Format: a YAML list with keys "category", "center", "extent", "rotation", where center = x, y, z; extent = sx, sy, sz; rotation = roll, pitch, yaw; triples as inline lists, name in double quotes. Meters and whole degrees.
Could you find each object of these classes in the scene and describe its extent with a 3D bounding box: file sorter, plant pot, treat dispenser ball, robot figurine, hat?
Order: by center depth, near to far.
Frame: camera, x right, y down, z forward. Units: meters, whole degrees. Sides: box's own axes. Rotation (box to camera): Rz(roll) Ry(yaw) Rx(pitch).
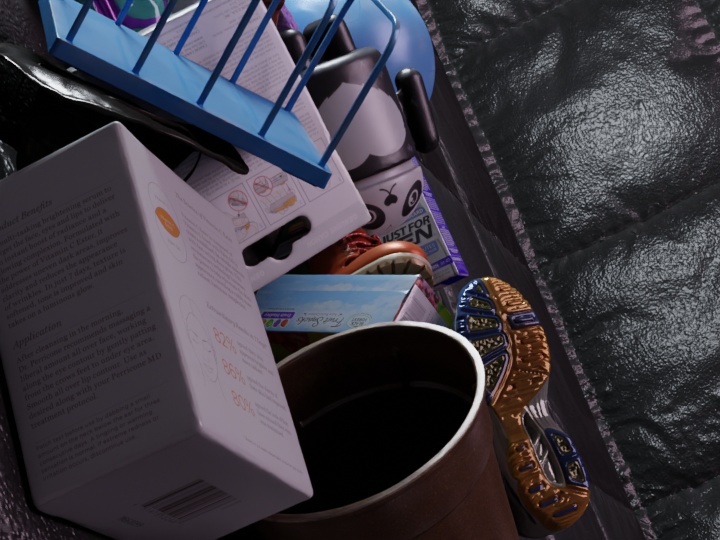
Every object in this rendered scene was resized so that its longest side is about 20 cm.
- category: "hat"
  center: [-0.165, -0.074, 1.072]
  extent: [0.200, 0.081, 0.201]
  rotation: [23, 5, -2]
- category: "file sorter"
  center: [-0.094, -0.168, 1.112]
  extent: [0.200, 0.123, 0.139]
  rotation: [25, 14, -22]
- category: "plant pot"
  center: [0.024, 0.173, 1.187]
  extent: [0.200, 0.200, 0.198]
  rotation: [-97, 165, -58]
- category: "robot figurine"
  center: [-0.019, -0.123, 1.498]
  extent: [0.200, 0.150, 0.125]
  rotation: [70, 20, -7]
- category: "treat dispenser ball"
  center: [-0.025, -0.203, 1.695]
  extent: [0.201, 0.201, 0.201]
  rotation: [59, 13, -22]

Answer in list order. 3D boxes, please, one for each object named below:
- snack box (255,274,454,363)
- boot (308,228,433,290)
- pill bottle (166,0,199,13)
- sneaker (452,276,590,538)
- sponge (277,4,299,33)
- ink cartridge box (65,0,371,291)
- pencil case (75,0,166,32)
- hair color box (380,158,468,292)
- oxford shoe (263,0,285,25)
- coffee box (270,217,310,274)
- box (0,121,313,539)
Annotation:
- category: "snack box"
  center: [0.022, 0.090, 1.345]
  extent: [0.200, 0.168, 0.068]
  rotation: [50, 56, -34]
- category: "boot"
  center: [0.000, 0.000, 1.413]
  extent: [0.075, 0.200, 0.107]
  rotation: [17, 63, -22]
- category: "pill bottle"
  center: [-0.171, -0.278, 1.433]
  extent: [0.114, 0.114, 0.200]
  rotation: [60, 12, -18]
- category: "sneaker"
  center: [0.105, 0.107, 1.267]
  extent: [0.088, 0.075, 0.200]
  rotation: [128, -48, -62]
- category: "sponge"
  center: [-0.085, -0.166, 1.577]
  extent: [0.200, 0.111, 0.030]
  rotation: [57, 15, -30]
- category: "ink cartridge box"
  center: [-0.106, -0.088, 1.223]
  extent: [0.057, 0.162, 0.200]
  rotation: [-2, -63, 62]
- category: "pencil case"
  center: [-0.172, -0.166, 1.269]
  extent: [0.200, 0.085, 0.092]
  rotation: [63, 8, -8]
- category: "hair color box"
  center: [0.027, -0.062, 1.849]
  extent: [0.200, 0.109, 0.065]
  rotation: [66, 13, 9]
- category: "oxford shoe"
  center: [-0.109, -0.195, 1.461]
  extent: [0.071, 0.200, 0.074]
  rotation: [22, -2, -15]
- category: "coffee box"
  center: [-0.032, 0.008, 1.608]
  extent: [0.123, 0.044, 0.200]
  rotation: [62, 12, -12]
- category: "box"
  center: [-0.127, 0.045, 0.971]
  extent: [0.152, 0.106, 0.200]
  rotation: [43, 24, -59]
